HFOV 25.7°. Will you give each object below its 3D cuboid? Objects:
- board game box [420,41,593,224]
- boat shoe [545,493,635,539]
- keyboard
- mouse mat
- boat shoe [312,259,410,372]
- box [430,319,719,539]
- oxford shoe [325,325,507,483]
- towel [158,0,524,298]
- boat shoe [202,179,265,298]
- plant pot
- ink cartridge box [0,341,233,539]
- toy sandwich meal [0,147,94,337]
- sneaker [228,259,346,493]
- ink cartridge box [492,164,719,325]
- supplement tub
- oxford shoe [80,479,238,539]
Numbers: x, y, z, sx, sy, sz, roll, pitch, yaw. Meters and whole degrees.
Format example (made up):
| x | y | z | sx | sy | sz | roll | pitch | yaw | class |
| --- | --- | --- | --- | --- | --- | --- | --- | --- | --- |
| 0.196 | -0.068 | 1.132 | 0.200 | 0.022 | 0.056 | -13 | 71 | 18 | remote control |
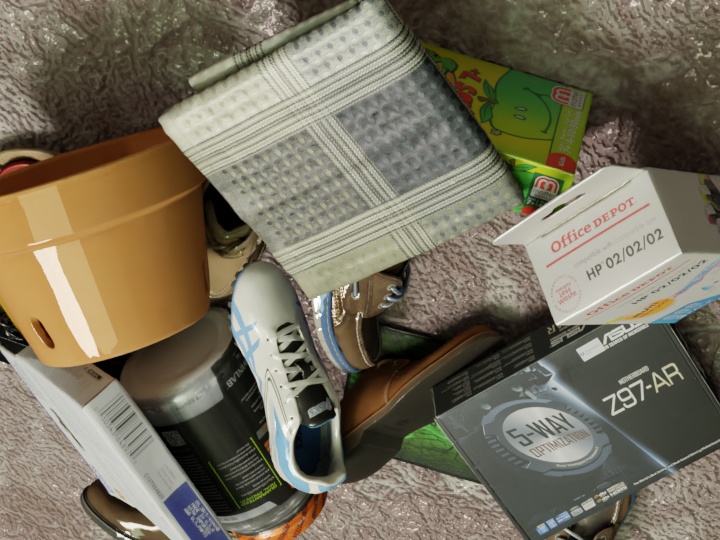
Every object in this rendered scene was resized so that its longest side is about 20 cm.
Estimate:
| x | y | z | sx | sy | sz | roll | pitch | yaw | class |
| --- | --- | --- | --- | --- | --- | --- | --- | --- | --- |
| 0.059 | -0.109 | 1.129 | 0.198 | 0.102 | 0.048 | 17 | 133 | 3 | board game box |
| 0.197 | 0.235 | 1.394 | 0.072 | 0.073 | 0.201 | 12 | 131 | 8 | boat shoe |
| -0.265 | 0.074 | 1.448 | 0.198 | 0.040 | 0.104 | 19 | 156 | 1 | keyboard |
| 0.082 | 0.124 | 1.385 | 0.198 | 0.008 | 0.162 | 16 | 132 | 6 | mouse mat |
| 0.000 | 0.000 | 1.252 | 0.072 | 0.072 | 0.201 | 0 | 129 | 16 | boat shoe |
| 0.181 | 0.115 | 1.278 | 0.199 | 0.044 | 0.161 | -29 | 117 | 14 | box |
| 0.036 | 0.097 | 1.331 | 0.200 | 0.072 | 0.071 | -37 | 141 | 23 | oxford shoe |
| -0.014 | -0.083 | 1.091 | 0.199 | 0.035 | 0.193 | -24 | 121 | 29 | towel |
| -0.109 | -0.045 | 1.264 | 0.071 | 0.065 | 0.201 | 19 | 132 | 2 | boat shoe |
| -0.198 | -0.017 | 1.201 | 0.199 | 0.200 | 0.141 | -11 | 104 | 26 | plant pot |
| -0.211 | 0.146 | 1.357 | 0.200 | 0.041 | 0.200 | 22 | 149 | 54 | ink cartridge box |
| -0.260 | -0.010 | 1.339 | 0.203 | 0.070 | 0.206 | 9 | 131 | 11 | toy sandwich meal |
| -0.053 | 0.086 | 1.290 | 0.072 | 0.072 | 0.202 | 2 | 112 | 51 | sneaker |
| 0.199 | -0.014 | 1.108 | 0.199 | 0.068 | 0.115 | 1 | 152 | -47 | ink cartridge box |
| -0.114 | 0.142 | 1.385 | 0.122 | 0.123 | 0.201 | -12 | 124 | 27 | supplement tub |
| -0.172 | 0.232 | 1.527 | 0.198 | 0.073 | 0.085 | 17 | 116 | 1 | oxford shoe |
